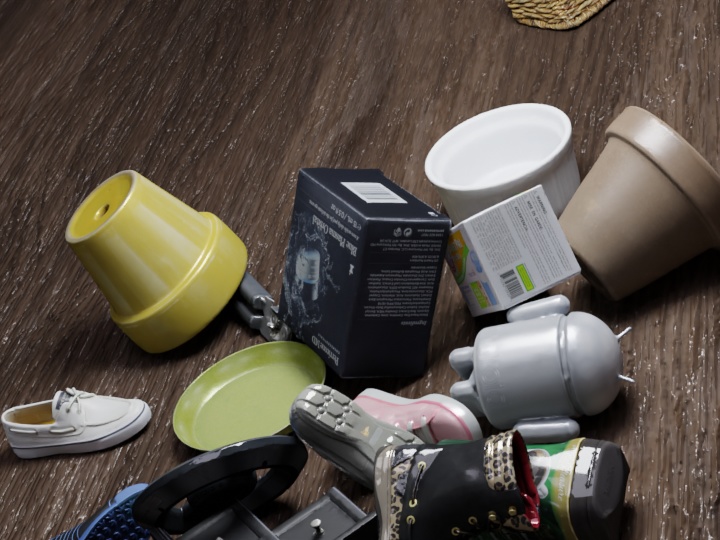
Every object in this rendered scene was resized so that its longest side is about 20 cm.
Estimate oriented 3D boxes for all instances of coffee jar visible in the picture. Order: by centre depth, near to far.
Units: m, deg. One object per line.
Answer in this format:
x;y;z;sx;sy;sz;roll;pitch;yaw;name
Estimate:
0.166;0.222;1.604;0.199;0.085;0.105;-3;49;27;coffee jar

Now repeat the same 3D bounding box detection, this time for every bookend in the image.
-0.082;0.290;1.663;0.200;0.092;0.199;-32;31;-17;bookend

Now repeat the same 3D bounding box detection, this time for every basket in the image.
0.332;-0.468;2.600;0.200;0.149;0.143;-40;2;-26;basket

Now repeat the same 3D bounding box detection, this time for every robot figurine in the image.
0.198;0.109;1.740;0.199;0.113;0.170;-12;63;19;robot figurine

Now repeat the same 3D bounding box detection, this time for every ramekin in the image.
0.193;-0.126;2.124;0.200;0.098;0.201;-17;30;10;ramekin

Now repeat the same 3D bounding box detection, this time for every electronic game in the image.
-0.150;0.230;1.728;0.199;0.200;0.042;-24;68;-2;electronic game

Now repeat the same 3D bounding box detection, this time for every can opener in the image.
-0.119;0.051;2.117;0.067;0.054;0.200;1;21;-26;can opener

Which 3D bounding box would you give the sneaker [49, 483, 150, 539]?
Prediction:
-0.305;0.305;1.781;0.200;0.070;0.078;-45;34;-8;sneaker

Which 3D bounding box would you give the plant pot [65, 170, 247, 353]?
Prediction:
-0.284;-0.024;2.141;0.200;0.189;0.201;-33;30;22;plant pot

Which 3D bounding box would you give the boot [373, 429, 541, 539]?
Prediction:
0.096;0.252;1.536;0.150;0.073;0.201;-15;67;21;boot

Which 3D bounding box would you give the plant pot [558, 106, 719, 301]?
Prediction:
0.320;-0.064;1.882;0.175;0.200;0.200;-42;32;-1;plant pot

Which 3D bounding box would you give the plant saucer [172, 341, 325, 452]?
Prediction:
-0.131;0.161;1.956;0.199;0.031;0.200;-16;32;10;plant saucer

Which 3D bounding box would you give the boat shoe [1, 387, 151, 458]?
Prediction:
-0.364;0.184;2.034;0.199;0.070;0.071;-10;33;21;boat shoe

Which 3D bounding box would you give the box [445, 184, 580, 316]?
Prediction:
0.168;-0.019;1.877;0.101;0.113;0.200;-25;-2;-7;box

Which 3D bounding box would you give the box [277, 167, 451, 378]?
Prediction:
0.000;0.000;1.931;0.117;0.201;0.197;-1;20;-27;box

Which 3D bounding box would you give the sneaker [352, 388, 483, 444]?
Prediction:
0.039;0.188;1.758;0.105;0.076;0.200;-38;26;-32;sneaker

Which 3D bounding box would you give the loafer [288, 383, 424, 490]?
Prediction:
0.012;0.195;1.705;0.200;0.070;0.070;36;55;5;loafer
